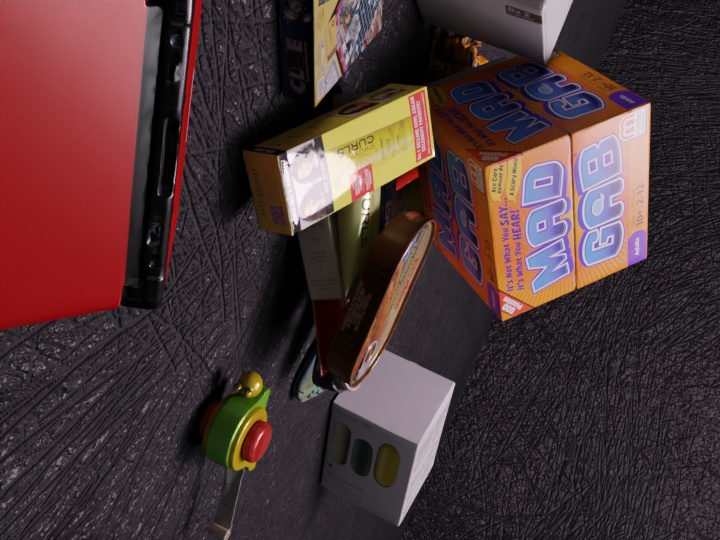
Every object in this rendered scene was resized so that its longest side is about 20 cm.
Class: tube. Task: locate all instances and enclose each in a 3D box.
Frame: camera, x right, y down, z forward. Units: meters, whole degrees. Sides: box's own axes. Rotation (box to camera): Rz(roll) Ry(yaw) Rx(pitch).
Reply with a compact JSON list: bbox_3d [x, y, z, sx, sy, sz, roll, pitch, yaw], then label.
[{"bbox_3d":[-0.001,-0.076,0.862,0.057,0.052,0.204,-7,106,-23],"label":"tube"}]

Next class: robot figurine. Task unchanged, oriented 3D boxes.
[{"bbox_3d":[0.141,-0.288,1.138,0.200,0.057,0.147,-46,152,-55],"label":"robot figurine"}]

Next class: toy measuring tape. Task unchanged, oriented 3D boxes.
[{"bbox_3d":[-0.135,0.195,0.849,0.073,0.072,0.203,-27,136,-66],"label":"toy measuring tape"}]

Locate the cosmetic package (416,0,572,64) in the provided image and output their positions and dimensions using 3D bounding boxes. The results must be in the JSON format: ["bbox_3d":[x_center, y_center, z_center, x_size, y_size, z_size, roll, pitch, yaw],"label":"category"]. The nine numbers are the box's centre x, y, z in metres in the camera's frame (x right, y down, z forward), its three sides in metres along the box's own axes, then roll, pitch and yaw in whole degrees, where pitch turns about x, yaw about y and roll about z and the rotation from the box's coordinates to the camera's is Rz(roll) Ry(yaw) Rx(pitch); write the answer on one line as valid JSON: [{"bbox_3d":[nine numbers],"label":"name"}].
[{"bbox_3d":[0.164,-0.367,0.921,0.203,0.163,0.165,-67,164,0],"label":"cosmetic package"}]

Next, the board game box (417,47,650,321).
[{"bbox_3d":[0.193,-0.107,0.983,0.197,0.201,0.203,-22,127,-11],"label":"board game box"}]

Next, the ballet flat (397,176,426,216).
[{"bbox_3d":[0.038,-0.053,1.098,0.203,0.066,0.067,-63,-166,-8],"label":"ballet flat"}]

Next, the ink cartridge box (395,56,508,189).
[{"bbox_3d":[0.123,-0.168,1.109,0.158,0.048,0.202,-22,146,-14],"label":"ink cartridge box"}]

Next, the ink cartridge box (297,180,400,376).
[{"bbox_3d":[0.000,0.000,0.961,0.200,0.044,0.180,-36,119,-62],"label":"ink cartridge box"}]

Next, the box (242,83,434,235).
[{"bbox_3d":[-0.013,-0.105,0.766,0.199,0.050,0.077,-32,123,-40],"label":"box"}]

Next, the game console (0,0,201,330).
[{"bbox_3d":[-0.161,-0.085,0.490,0.173,0.116,0.203,-102,-157,-59],"label":"game console"}]

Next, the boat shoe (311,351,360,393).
[{"bbox_3d":[-0.025,0.045,1.026,0.067,0.056,0.204,30,62,-59],"label":"boat shoe"}]

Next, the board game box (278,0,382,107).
[{"bbox_3d":[-0.020,-0.256,0.694,0.136,0.034,0.202,-56,160,-37],"label":"board game box"}]

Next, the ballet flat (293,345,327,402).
[{"bbox_3d":[-0.014,0.098,1.117,0.201,0.073,0.075,-58,161,-32],"label":"ballet flat"}]

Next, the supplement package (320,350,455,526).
[{"bbox_3d":[0.041,0.264,1.361,0.151,0.150,0.203,-48,155,-47],"label":"supplement package"}]

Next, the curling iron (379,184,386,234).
[{"bbox_3d":[0.027,-0.104,0.938,0.026,0.049,0.204,135,-38,-74],"label":"curling iron"}]

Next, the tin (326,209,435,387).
[{"bbox_3d":[0.021,0.030,0.896,0.112,0.041,0.203,-21,137,-62],"label":"tin"}]
